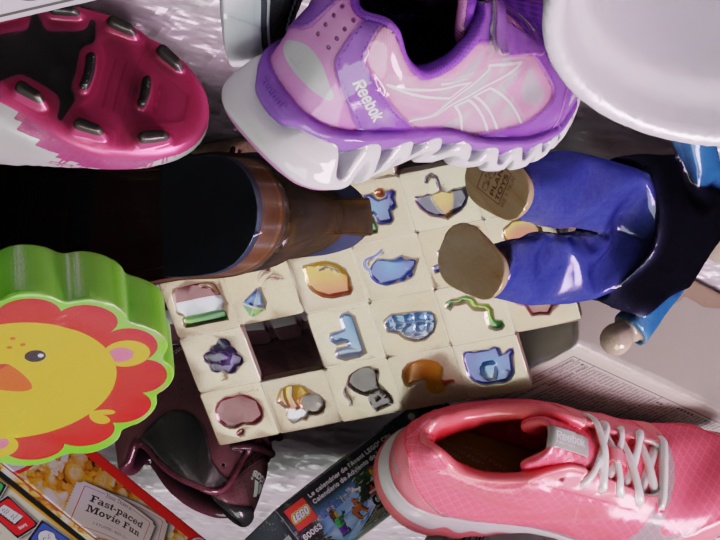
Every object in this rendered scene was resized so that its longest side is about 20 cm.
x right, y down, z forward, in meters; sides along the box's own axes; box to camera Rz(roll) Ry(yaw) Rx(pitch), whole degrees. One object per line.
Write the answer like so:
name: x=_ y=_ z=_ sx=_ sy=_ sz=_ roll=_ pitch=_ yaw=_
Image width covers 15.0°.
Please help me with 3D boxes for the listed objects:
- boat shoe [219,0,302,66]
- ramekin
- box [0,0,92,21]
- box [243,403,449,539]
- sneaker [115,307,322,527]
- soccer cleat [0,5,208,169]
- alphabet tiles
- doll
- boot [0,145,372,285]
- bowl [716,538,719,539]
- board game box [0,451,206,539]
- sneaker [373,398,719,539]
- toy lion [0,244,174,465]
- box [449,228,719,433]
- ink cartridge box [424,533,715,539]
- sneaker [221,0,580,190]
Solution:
boat shoe: x=-0.022 y=-0.152 z=1.084 sx=0.067 sy=0.072 sz=0.200 roll=1 pitch=143 yaw=-5
ramekin: x=0.168 y=-0.142 z=1.088 sx=0.200 sy=0.098 sz=0.201 roll=-3 pitch=150 yaw=-2
box: x=-0.169 y=-0.150 z=1.073 sx=0.199 sy=0.060 sz=0.117 roll=-10 pitch=149 yaw=12
box: x=-0.010 y=0.130 z=1.489 sx=0.136 sy=0.038 sz=0.200 roll=-35 pitch=174 yaw=-24
sneaker: x=-0.037 y=0.079 z=1.432 sx=0.199 sy=0.116 sz=0.076 roll=-5 pitch=150 yaw=2
soccer cleat: x=-0.168 y=-0.079 z=1.200 sx=0.199 sy=0.070 sz=0.086 roll=10 pitch=156 yaw=-12
alphabet tiles: x=0.000 y=0.000 z=1.327 sx=0.199 sy=0.008 sz=0.168 roll=-11 pitch=120 yaw=13
doll: x=0.129 y=-0.025 z=1.295 sx=0.200 sy=0.048 sz=0.137 roll=2 pitch=112 yaw=-45
boot: x=-0.090 y=-0.023 z=1.273 sx=0.199 sy=0.075 sz=0.097 roll=5 pitch=-178 yaw=41
bowl: x=0.161 y=0.156 z=1.612 sx=0.200 sy=0.095 sz=0.201 roll=-2 pitch=151 yaw=-1
board game box: x=-0.191 y=0.140 z=1.494 sx=0.200 sy=0.046 sz=0.151 roll=40 pitch=138 yaw=-8
sneaker: x=0.109 y=0.103 z=1.363 sx=0.199 sy=0.074 sz=0.087 roll=2 pitch=158 yaw=-6
toy lion: x=-0.192 y=0.043 z=1.221 sx=0.200 sy=0.069 sz=0.191 roll=-29 pitch=141 yaw=28
box: x=0.144 y=0.052 z=1.443 sx=0.095 sy=0.078 sz=0.200 roll=-27 pitch=143 yaw=36
ink cartridge box: x=0.098 y=0.180 z=1.442 sx=0.146 sy=0.200 sz=0.083 roll=23 pitch=113 yaw=6
sneaker: x=0.037 y=-0.093 z=1.136 sx=0.200 sy=0.081 sz=0.089 roll=-14 pitch=144 yaw=-47
